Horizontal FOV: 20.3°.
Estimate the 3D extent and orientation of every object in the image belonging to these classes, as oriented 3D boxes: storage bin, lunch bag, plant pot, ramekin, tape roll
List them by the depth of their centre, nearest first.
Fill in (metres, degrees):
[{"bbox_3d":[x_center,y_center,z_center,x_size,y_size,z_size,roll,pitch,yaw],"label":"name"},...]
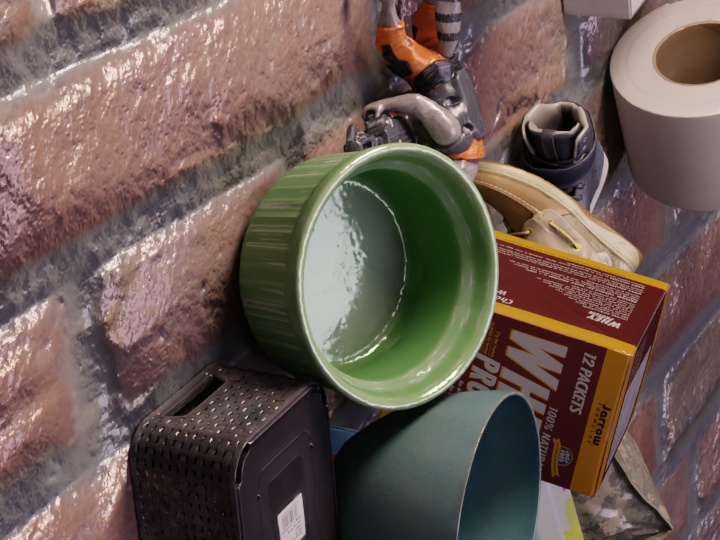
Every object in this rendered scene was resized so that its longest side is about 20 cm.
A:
[{"bbox_3d":[-0.088,0.186,1.502,0.135,0.093,0.202,-40,133,-52],"label":"storage bin"},{"bbox_3d":[0.002,0.002,1.548,0.199,0.097,0.202,-4,96,-38],"label":"ramekin"},{"bbox_3d":[0.049,0.187,1.592,0.200,0.134,0.202,7,90,-68],"label":"plant pot"},{"bbox_3d":[0.198,0.175,1.967,0.200,0.117,0.164,52,11,-24],"label":"lunch bag"},{"bbox_3d":[0.379,-0.183,2.190,0.203,0.201,0.140,-60,147,-35],"label":"tape roll"}]

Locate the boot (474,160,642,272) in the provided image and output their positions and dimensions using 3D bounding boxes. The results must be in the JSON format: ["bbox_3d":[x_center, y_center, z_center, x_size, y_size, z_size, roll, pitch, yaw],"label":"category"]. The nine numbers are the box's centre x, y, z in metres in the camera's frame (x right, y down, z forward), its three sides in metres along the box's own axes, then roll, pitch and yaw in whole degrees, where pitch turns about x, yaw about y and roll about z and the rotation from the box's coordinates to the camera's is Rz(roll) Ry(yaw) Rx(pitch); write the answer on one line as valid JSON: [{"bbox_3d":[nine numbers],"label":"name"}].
[{"bbox_3d":[0.155,0.002,1.893,0.199,0.073,0.156,33,80,-23],"label":"boot"}]

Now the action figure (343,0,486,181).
[{"bbox_3d":[0.052,-0.149,1.662,0.200,0.104,0.195,-46,123,-62],"label":"action figure"}]

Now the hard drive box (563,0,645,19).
[{"bbox_3d":[0.272,-0.373,2.060,0.200,0.076,0.157,-50,139,-47],"label":"hard drive box"}]

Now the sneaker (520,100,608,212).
[{"bbox_3d":[0.188,-0.069,1.975,0.146,0.076,0.204,62,38,-60],"label":"sneaker"}]

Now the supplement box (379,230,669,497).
[{"bbox_3d":[0.145,0.072,1.751,0.200,0.196,0.134,-45,150,-66],"label":"supplement box"}]

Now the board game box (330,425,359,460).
[{"bbox_3d":[-0.004,0.255,1.725,0.196,0.055,0.202,39,63,-60],"label":"board game box"}]

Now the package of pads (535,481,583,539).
[{"bbox_3d":[0.125,0.224,1.865,0.068,0.154,0.201,-46,136,-30],"label":"package of pads"}]
